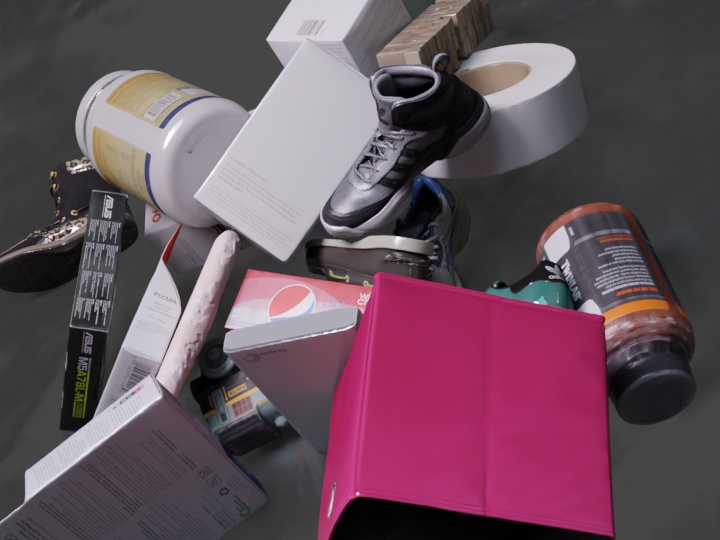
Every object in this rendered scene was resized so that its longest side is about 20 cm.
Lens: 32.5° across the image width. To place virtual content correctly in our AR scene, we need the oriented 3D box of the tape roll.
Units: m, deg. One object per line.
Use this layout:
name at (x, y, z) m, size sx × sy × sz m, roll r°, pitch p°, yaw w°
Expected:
tape roll at (0.138, -0.173, 1.318) m, size 0.202 × 0.071 × 0.203 m, roll -15°, pitch 25°, yaw 7°

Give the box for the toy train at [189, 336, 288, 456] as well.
toy train at (-0.080, 0.106, 1.268) m, size 0.199 × 0.085 × 0.114 m, roll -27°, pitch 56°, yaw 7°

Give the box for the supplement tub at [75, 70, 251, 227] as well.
supplement tub at (-0.218, -0.144, 1.391) m, size 0.200 × 0.145 × 0.145 m, roll 28°, pitch 71°, yaw 43°

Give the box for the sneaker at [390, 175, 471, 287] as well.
sneaker at (0.061, -0.014, 1.272) m, size 0.077 × 0.085 × 0.201 m, roll -12°, pitch 49°, yaw 23°

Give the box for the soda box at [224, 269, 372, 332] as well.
soda box at (-0.025, 0.053, 1.181) m, size 0.199 × 0.063 × 0.070 m, roll 7°, pitch 64°, yaw 28°

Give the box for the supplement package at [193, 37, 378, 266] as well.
supplement package at (-0.066, -0.118, 1.281) m, size 0.117 × 0.117 × 0.200 m, roll 35°, pitch 87°, yaw 0°

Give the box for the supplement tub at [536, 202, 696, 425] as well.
supplement tub at (0.231, 0.039, 1.105) m, size 0.107 × 0.107 × 0.200 m, roll -25°, pitch 44°, yaw 11°

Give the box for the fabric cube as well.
fabric cube at (0.077, 0.151, 0.991) m, size 0.199 × 0.196 × 0.200 m, roll 10°, pitch 52°, yaw -6°

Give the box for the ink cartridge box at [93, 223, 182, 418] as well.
ink cartridge box at (-0.227, 0.067, 1.354) m, size 0.200 × 0.047 × 0.160 m, roll -72°, pitch 8°, yaw -46°

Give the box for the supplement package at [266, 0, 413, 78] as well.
supplement package at (0.004, -0.228, 1.406) m, size 0.113 × 0.200 × 0.110 m, roll 8°, pitch 58°, yaw 38°

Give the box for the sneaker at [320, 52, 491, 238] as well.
sneaker at (0.024, -0.124, 1.175) m, size 0.200 × 0.114 × 0.076 m, roll -40°, pitch 49°, yaw 3°

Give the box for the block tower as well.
block tower at (0.084, -0.252, 1.368) m, size 0.058 × 0.054 × 0.200 m, roll -3°, pitch 29°, yaw 30°

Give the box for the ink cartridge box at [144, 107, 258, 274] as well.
ink cartridge box at (-0.154, -0.101, 1.482) m, size 0.199 × 0.084 × 0.145 m, roll -21°, pitch 45°, yaw 16°

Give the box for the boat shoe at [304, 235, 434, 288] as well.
boat shoe at (0.000, 0.000, 1.242) m, size 0.201 × 0.071 × 0.061 m, roll -2°, pitch 82°, yaw 59°

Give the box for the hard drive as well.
hard drive at (-0.019, 0.109, 1.133) m, size 0.131 × 0.200 × 0.027 m, roll -12°, pitch 48°, yaw 23°

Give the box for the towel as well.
towel at (-0.185, 0.081, 1.302) m, size 0.032 × 0.191 × 0.201 m, roll 22°, pitch 57°, yaw -7°

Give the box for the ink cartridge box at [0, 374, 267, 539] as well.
ink cartridge box at (-0.217, 0.219, 1.167) m, size 0.200 × 0.197 × 0.043 m, roll -36°, pitch 42°, yaw -1°

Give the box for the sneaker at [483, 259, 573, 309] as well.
sneaker at (0.128, 0.060, 1.134) m, size 0.200 × 0.071 × 0.080 m, roll -39°, pitch 37°, yaw 47°

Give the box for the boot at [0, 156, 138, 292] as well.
boot at (-0.388, -0.063, 1.604) m, size 0.199 × 0.073 × 0.151 m, roll -25°, pitch 46°, yaw 6°

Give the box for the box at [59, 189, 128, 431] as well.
box at (-0.298, 0.047, 1.380) m, size 0.047 × 0.193 × 0.201 m, roll 10°, pitch 47°, yaw -12°
